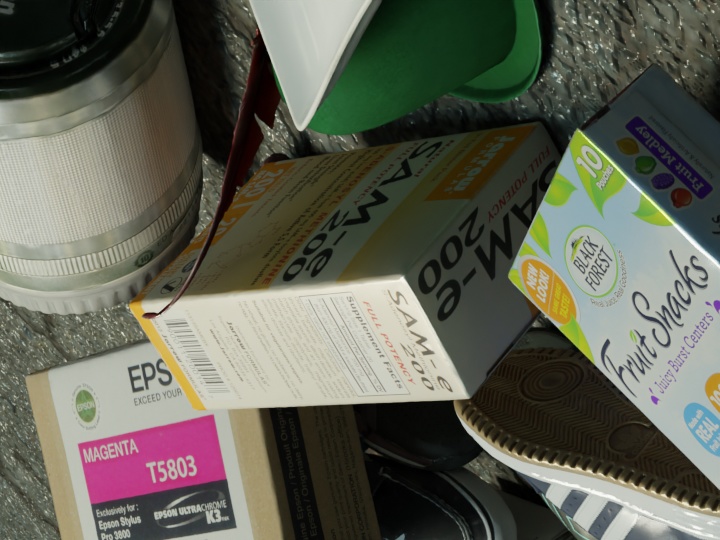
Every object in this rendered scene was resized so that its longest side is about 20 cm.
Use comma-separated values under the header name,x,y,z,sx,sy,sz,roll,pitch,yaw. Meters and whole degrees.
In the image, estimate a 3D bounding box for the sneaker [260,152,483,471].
name,x,y,z,sx,sy,sz,roll,pitch,yaw
sneaker,0.001,0.016,1.364,0.200,0.076,0.116,45,154,12

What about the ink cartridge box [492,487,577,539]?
name,x,y,z,sx,sy,sz,roll,pitch,yaw
ink cartridge box,0.131,0.219,1.418,0.199,0.084,0.147,18,143,51

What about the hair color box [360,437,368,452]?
name,x,y,z,sx,sy,sz,roll,pitch,yaw
hair color box,-0.039,0.081,1.551,0.100,0.060,0.200,48,157,2

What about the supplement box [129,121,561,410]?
name,x,y,z,sx,sy,sz,roll,pitch,yaw
supplement box,0.000,0.000,1.214,0.199,0.126,0.074,-6,122,45

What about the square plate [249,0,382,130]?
name,x,y,z,sx,sy,sz,roll,pitch,yaw
square plate,-0.019,-0.190,1.038,0.200,0.028,0.199,126,129,-60

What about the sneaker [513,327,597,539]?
name,x,y,z,sx,sy,sz,roll,pitch,yaw
sneaker,0.138,0.114,1.288,0.201,0.075,0.079,54,171,6

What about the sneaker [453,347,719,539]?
name,x,y,z,sx,sy,sz,roll,pitch,yaw
sneaker,0.128,0.111,1.159,0.199,0.070,0.109,21,142,44

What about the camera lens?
name,x,y,z,sx,sy,sz,roll,pitch,yaw
camera lens,-0.173,-0.092,1.402,0.160,0.160,0.201,36,154,29

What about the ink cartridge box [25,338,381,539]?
name,x,y,z,sx,sy,sz,roll,pitch,yaw
ink cartridge box,-0.087,0.115,1.382,0.199,0.075,0.166,-16,87,47

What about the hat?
name,x,y,z,sx,sy,sz,roll,pitch,yaw
hat,-0.031,-0.089,1.121,0.165,0.176,0.201,19,143,50

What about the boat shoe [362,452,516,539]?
name,x,y,z,sx,sy,sz,roll,pitch,yaw
boat shoe,-0.007,0.130,1.406,0.199,0.068,0.072,21,103,34

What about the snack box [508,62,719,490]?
name,x,y,z,sx,sy,sz,roll,pitch,yaw
snack box,0.157,0.030,1.005,0.200,0.053,0.142,46,156,12
